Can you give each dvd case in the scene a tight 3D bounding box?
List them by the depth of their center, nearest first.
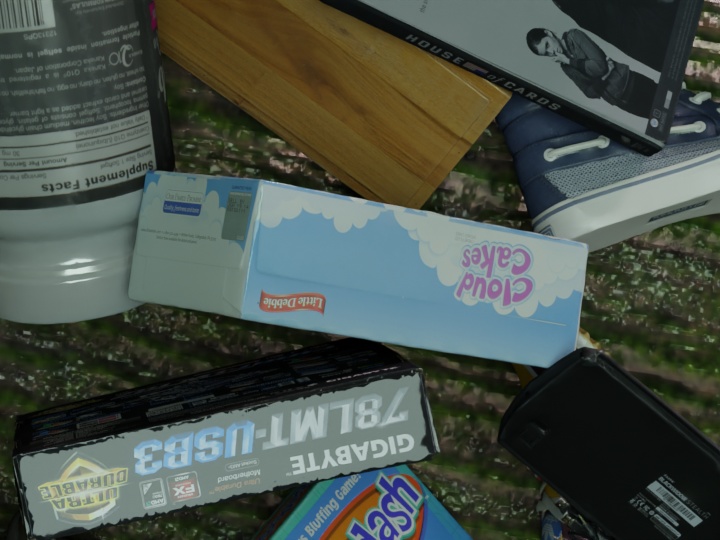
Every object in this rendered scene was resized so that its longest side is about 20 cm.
[{"bbox_3d":[0.087,-0.166,1.273,0.199,0.025,0.151,24,69,-15],"label":"dvd case"}]

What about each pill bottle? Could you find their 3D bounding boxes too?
[{"bbox_3d":[-0.155,-0.083,1.240,0.115,0.116,0.202,-8,107,-7],"label":"pill bottle"}]

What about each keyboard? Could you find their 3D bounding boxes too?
[{"bbox_3d":[0.151,0.116,1.266,0.200,0.040,0.104,41,118,-19],"label":"keyboard"}]

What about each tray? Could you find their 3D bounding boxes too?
[{"bbox_3d":[-0.027,-0.120,1.283,0.199,0.037,0.099,36,119,-7],"label":"tray"}]

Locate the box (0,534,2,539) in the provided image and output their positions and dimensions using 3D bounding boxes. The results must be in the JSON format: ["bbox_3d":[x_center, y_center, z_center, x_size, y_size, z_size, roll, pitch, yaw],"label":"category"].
[{"bbox_3d":[-0.212,0.224,1.265,0.094,0.103,0.202,-14,94,-7],"label":"box"}]

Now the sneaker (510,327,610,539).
[{"bbox_3d":[0.120,0.106,1.320,0.090,0.075,0.200,-40,96,-5],"label":"sneaker"}]

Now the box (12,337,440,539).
[{"bbox_3d":[-0.073,0.080,1.229,0.198,0.198,0.050,-12,93,-7],"label":"box"}]

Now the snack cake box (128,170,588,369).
[{"bbox_3d":[0.000,0.000,1.220,0.199,0.115,0.068,10,88,-34],"label":"snack cake box"}]

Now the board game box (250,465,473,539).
[{"bbox_3d":[0.019,0.204,1.289,0.200,0.045,0.152,47,53,-8],"label":"board game box"}]

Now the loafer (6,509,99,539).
[{"bbox_3d":[-0.104,0.190,1.288,0.071,0.073,0.200,-36,108,17],"label":"loafer"}]

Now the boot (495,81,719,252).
[{"bbox_3d":[0.174,-0.077,1.322,0.198,0.073,0.091,-16,76,-18],"label":"boot"}]
